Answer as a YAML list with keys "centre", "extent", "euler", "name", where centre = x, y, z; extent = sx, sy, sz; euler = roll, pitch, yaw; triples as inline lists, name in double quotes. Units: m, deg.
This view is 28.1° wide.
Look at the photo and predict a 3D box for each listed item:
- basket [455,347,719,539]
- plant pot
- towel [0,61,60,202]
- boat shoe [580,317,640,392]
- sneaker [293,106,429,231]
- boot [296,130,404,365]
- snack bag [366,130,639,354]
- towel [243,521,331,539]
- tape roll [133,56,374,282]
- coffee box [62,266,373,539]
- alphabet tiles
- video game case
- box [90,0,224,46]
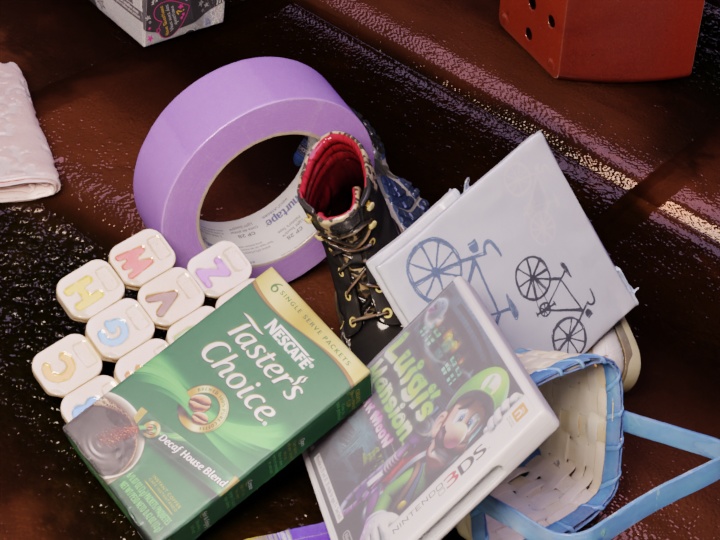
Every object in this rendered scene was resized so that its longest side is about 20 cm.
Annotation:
- centre: [0.145, 0.137, 1.053]
  extent: [0.175, 0.141, 0.199]
  euler: [-17, 18, -33]
  name: "basket"
- centre: [0.270, -0.333, 1.674]
  extent: [0.174, 0.202, 0.200]
  euler: [-20, 47, -19]
  name: "plant pot"
- centre: [-0.388, -0.130, 1.324]
  extent: [0.189, 0.033, 0.201]
  euler: [-5, 42, -24]
  name: "towel"
- centre: [0.177, 0.024, 1.275]
  extent: [0.068, 0.075, 0.201]
  euler: [1, 40, -25]
  name: "boat shoe"
- centre: [0.007, -0.056, 1.332]
  extent: [0.077, 0.085, 0.201]
  euler: [-1, 55, -58]
  name: "sneaker"
- centre: [0.000, 0.000, 1.164]
  extent: [0.072, 0.151, 0.202]
  euler: [-9, 50, 14]
  name: "boot"
- centre: [0.120, 0.010, 1.166]
  extent: [0.200, 0.190, 0.021]
  euler: [-41, 19, -21]
  name: "snack bag"
- centre: [-0.017, 0.230, 0.998]
  extent: [0.197, 0.023, 0.144]
  euler: [-6, 41, -24]
  name: "towel"
- centre: [-0.088, -0.077, 1.213]
  extent: [0.198, 0.202, 0.066]
  euler: [-12, 44, -30]
  name: "tape roll"
- centre: [-0.102, 0.100, 1.043]
  extent: [0.199, 0.044, 0.123]
  euler: [-36, 65, -17]
  name: "coffee box"
- centre: [-0.143, 0.064, 1.105]
  extent: [0.195, 0.015, 0.201]
  euler: [-32, 75, -25]
  name: "alphabet tiles"
- centre: [0.039, 0.114, 1.019]
  extent: [0.023, 0.182, 0.200]
  euler: [40, 11, -27]
  name: "video game case"
- centre: [-0.247, -0.356, 1.571]
  extent: [0.114, 0.133, 0.200]
  euler: [-23, 51, -34]
  name: "box"
